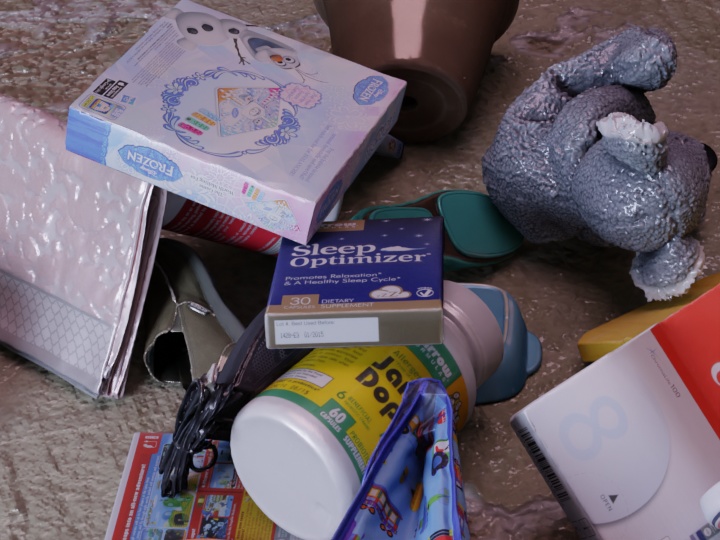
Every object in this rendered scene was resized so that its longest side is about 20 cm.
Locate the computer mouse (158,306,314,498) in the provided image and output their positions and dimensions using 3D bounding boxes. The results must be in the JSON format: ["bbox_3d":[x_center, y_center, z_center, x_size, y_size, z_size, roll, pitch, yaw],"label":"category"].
[{"bbox_3d":[-0.075,0.067,1.406,0.053,0.139,0.200,42,50,12],"label":"computer mouse"}]

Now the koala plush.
[{"bbox_3d":[0.206,-0.071,1.547,0.183,0.178,0.200,-20,25,-9],"label":"koala plush"}]

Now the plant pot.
[{"bbox_3d":[0.045,-0.215,1.785,0.199,0.201,0.176,1,56,7],"label":"plant pot"}]

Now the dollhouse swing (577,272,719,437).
[{"bbox_3d":[0.291,0.083,1.464,0.199,0.176,0.183,-23,82,-24],"label":"dollhouse swing"}]

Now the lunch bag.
[{"bbox_3d":[0.038,0.179,1.264,0.093,0.151,0.200,3,37,10],"label":"lunch bag"}]

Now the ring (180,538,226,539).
[{"bbox_3d":[-0.114,0.250,1.279,0.199,0.019,0.201,-3,42,2],"label":"ring"}]

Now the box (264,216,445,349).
[{"bbox_3d":[0.000,0.000,1.405,0.120,0.033,0.200,-2,22,3],"label":"box"}]

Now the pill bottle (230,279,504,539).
[{"bbox_3d":[0.011,0.091,1.387,0.112,0.113,0.200,23,44,32],"label":"pill bottle"}]

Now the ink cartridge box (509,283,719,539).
[{"bbox_3d":[0.223,0.114,1.316,0.199,0.047,0.161,-31,84,-14],"label":"ink cartridge box"}]

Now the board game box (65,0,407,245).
[{"bbox_3d":[-0.090,-0.118,1.494,0.198,0.044,0.200,21,37,11],"label":"board game box"}]

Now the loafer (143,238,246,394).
[{"bbox_3d":[-0.140,0.043,1.526,0.069,0.076,0.200,-17,39,-24],"label":"loafer"}]

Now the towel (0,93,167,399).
[{"bbox_3d":[-0.241,-0.021,1.536,0.199,0.192,0.032,24,17,34],"label":"towel"}]

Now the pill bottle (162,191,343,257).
[{"bbox_3d":[-0.121,-0.081,1.594,0.199,0.113,0.112,13,27,-31],"label":"pill bottle"}]

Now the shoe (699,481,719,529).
[{"bbox_3d":[0.318,0.168,1.274,0.199,0.072,0.091,-2,57,-29],"label":"shoe"}]

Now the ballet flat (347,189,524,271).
[{"bbox_3d":[0.049,-0.026,1.594,0.070,0.068,0.199,-28,-15,40],"label":"ballet flat"}]

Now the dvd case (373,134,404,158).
[{"bbox_3d":[-0.060,-0.130,1.690,0.142,0.018,0.200,10,-3,22],"label":"dvd case"}]

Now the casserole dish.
[{"bbox_3d":[0.042,0.051,1.530,0.199,0.039,0.121,1,38,5],"label":"casserole dish"}]

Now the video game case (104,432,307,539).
[{"bbox_3d":[-0.076,0.169,1.400,0.199,0.018,0.143,1,37,6],"label":"video game case"}]
